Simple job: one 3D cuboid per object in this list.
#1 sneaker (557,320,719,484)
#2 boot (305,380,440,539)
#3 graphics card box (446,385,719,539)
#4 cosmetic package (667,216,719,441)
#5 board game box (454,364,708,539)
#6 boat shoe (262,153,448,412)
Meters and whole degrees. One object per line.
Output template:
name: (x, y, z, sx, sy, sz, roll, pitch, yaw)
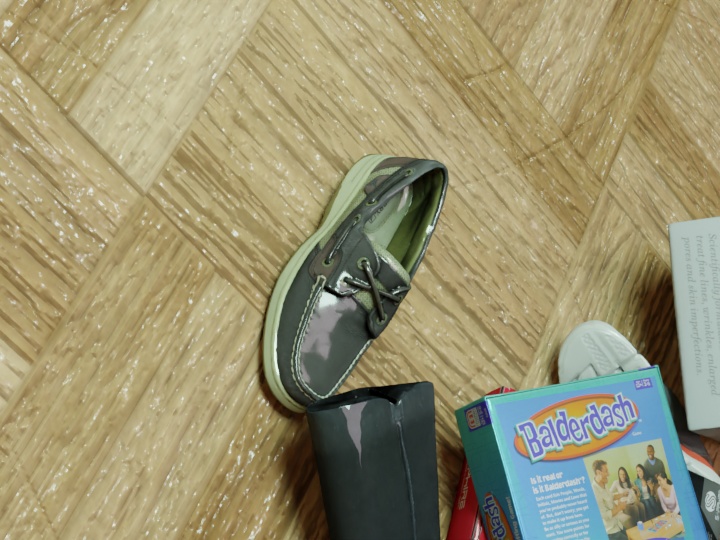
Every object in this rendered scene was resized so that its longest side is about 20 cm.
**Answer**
sneaker: (0.213, 0.113, 1.200, 0.200, 0.077, 0.082, 57, 20, -20)
boot: (-0.004, 0.176, 0.929, 0.165, 0.065, 0.201, -15, 103, -58)
graphics card box: (0.160, 0.178, 1.091, 0.199, 0.051, 0.126, 24, 61, -18)
cosmetic package: (0.348, 0.046, 1.223, 0.200, 0.164, 0.166, 24, 60, -65)
board game box: (0.158, 0.173, 1.035, 0.151, 0.045, 0.201, -6, 76, -30)
boat shoe: (0.001, 0.000, 1.000, 0.072, 0.066, 0.201, 47, 52, -30)
